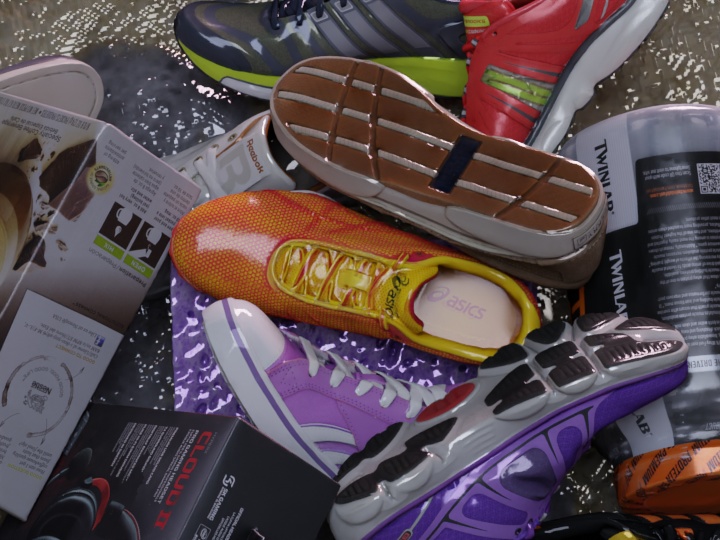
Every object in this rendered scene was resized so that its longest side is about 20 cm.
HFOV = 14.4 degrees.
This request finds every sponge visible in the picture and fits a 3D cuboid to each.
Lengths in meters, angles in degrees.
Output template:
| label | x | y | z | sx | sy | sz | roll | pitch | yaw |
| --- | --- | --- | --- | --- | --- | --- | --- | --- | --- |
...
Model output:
| label | x | y | z | sx | sy | sz | roll | pitch | yaw |
| --- | --- | --- | --- | --- | --- | --- | --- | --- | --- |
| sponge | -0.002 | 0.038 | 1.526 | 0.199 | 0.030 | 0.112 | -1 | 90 | -3 |

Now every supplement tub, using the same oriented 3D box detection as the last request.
| label | x | y | z | sx | sy | sz | roll | pitch | yaw |
| --- | --- | --- | --- | --- | --- | --- | --- | --- | --- |
| supplement tub | 0.171 | 0.023 | 1.502 | 0.122 | 0.123 | 0.200 | -5 | 71 | -1 |

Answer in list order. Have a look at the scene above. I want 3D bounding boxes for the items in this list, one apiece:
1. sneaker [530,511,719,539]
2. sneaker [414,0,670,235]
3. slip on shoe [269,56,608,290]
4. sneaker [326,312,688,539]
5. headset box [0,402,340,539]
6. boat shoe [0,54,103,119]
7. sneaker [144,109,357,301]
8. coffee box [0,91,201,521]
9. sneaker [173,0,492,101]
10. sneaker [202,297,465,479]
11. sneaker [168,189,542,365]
| label | x | y | z | sx | sy | sz | roll | pitch | yaw |
| --- | --- | --- | --- | --- | --- | --- | --- | --- | --- |
| sneaker | 0.156 | 0.158 | 1.474 | 0.200 | 0.090 | 0.070 | -5 | 72 | 0 |
| sneaker | 0.079 | -0.111 | 1.534 | 0.085 | 0.077 | 0.200 | 37 | 96 | -15 |
| slip on shoe | 0.040 | -0.049 | 1.485 | 0.200 | 0.061 | 0.076 | 22 | 60 | 23 |
| sneaker | 0.079 | 0.091 | 1.427 | 0.200 | 0.081 | 0.084 | -31 | 112 | 3 |
| headset box | -0.107 | 0.149 | 1.426 | 0.075 | 0.200 | 0.149 | 35 | 72 | -29 |
| boat shoe | -0.238 | -0.068 | 1.567 | 0.200 | 0.073 | 0.063 | -31 | 41 | -6 |
| sneaker | -0.080 | -0.047 | 1.550 | 0.200 | 0.085 | 0.073 | -26 | 75 | -4 |
| coffee box | -0.185 | 0.017 | 1.495 | 0.113 | 0.080 | 0.200 | 17 | 77 | 48 |
| sneaker | -0.004 | -0.145 | 1.572 | 0.199 | 0.081 | 0.074 | -2 | 36 | -4 |
| sneaker | 0.011 | 0.067 | 1.472 | 0.114 | 0.073 | 0.201 | -37 | 116 | 8 |
| sneaker | 0.000 | 0.000 | 1.475 | 0.200 | 0.077 | 0.073 | 11 | 89 | -3 |
